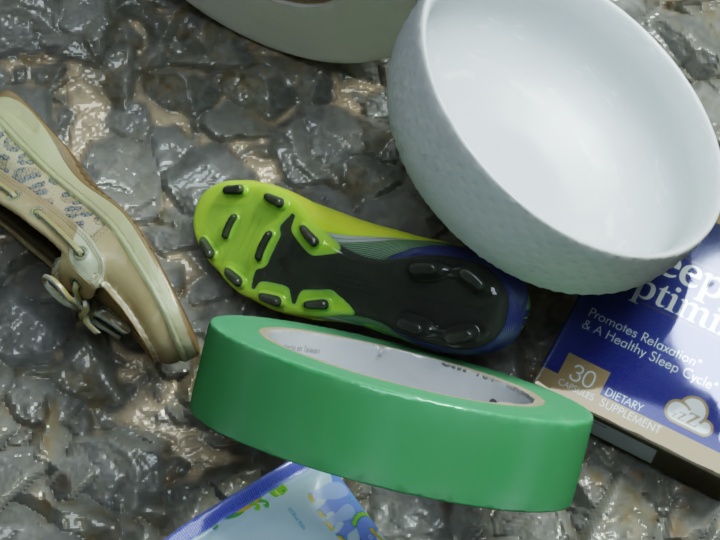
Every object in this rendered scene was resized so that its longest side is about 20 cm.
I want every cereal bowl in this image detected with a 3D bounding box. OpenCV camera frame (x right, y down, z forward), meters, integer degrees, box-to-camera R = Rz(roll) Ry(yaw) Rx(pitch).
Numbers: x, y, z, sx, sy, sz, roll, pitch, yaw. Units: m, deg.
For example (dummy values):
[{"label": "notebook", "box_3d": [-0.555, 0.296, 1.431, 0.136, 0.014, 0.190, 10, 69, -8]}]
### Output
[{"label": "cereal bowl", "box_3d": [0.095, -0.067, 1.316, 0.200, 0.083, 0.201, 20, 47, -23]}]

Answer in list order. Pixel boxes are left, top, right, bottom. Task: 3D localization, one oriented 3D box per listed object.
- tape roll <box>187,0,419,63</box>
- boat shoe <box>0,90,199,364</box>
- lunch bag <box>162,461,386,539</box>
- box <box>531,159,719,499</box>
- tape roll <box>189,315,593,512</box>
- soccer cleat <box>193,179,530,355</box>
[{"label": "tape roll", "box_3d": [-0.026, -0.234, 1.375, 0.202, 0.203, 0.139, 24, 64, 8]}, {"label": "boat shoe", "box_3d": [-0.160, -0.013, 1.329, 0.063, 0.073, 0.200, -35, 59, -14]}, {"label": "lunch bag", "box_3d": [-0.058, 0.216, 1.182, 0.200, 0.128, 0.170, -29, 68, -28]}, {"label": "box", "box_3d": [0.189, 0.015, 1.358, 0.121, 0.032, 0.200, 26, 63, 9]}, {"label": "tape roll", "box_3d": [0.016, 0.070, 1.225, 0.200, 0.200, 0.048, 14, 94, 3]}, {"label": "soccer cleat", "box_3d": [0.000, 0.001, 1.340, 0.200, 0.084, 0.065, 18, 95, 23]}]
